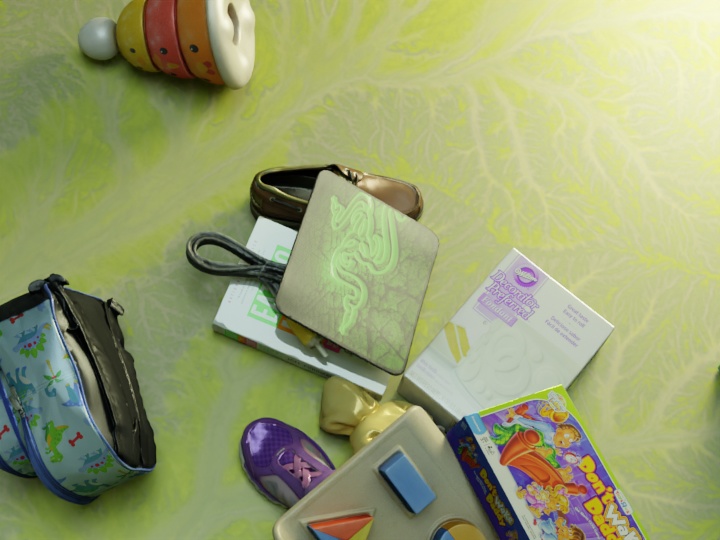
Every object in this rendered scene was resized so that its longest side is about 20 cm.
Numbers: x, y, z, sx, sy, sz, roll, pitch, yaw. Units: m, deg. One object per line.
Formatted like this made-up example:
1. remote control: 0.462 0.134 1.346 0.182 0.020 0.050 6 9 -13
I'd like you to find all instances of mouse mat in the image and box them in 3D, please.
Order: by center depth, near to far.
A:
1. mouse mat: 0.000 0.000 1.628 0.160 0.008 0.201 29 51 -15

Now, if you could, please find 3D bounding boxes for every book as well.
1. book: -0.045 0.043 1.667 0.199 0.048 0.134 22 70 2

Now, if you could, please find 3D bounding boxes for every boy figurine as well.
1. boy figurine: 0.035 0.186 1.591 0.199 0.065 0.124 33 42 10

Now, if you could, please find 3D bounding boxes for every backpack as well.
1. backpack: -0.297 0.132 1.529 0.146 0.183 0.201 -28 74 8

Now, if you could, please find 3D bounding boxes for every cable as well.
1. cable: -0.087 0.003 1.625 0.199 0.050 0.097 36 71 4

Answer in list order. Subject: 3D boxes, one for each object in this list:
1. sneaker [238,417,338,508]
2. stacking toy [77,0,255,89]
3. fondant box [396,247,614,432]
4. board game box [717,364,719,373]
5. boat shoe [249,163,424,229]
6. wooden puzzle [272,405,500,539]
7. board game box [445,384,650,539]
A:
1. sneaker: -0.045 0.222 1.561 0.080 0.089 0.200 -38 74 -18
2. stacking toy: -0.228 -0.270 1.758 0.198 0.146 0.147 -6 65 12
3. fondant box: 0.156 0.096 1.653 0.144 0.058 0.200 38 67 11
4. board game box: 0.482 0.069 1.621 0.151 0.200 0.045 -13 67 -12
5. boat shoe: -0.024 -0.080 1.706 0.198 0.068 0.072 -1 65 -7
6. wooden puzzle: 0.042 0.262 1.495 0.200 0.046 0.186 -39 95 -16
7. board game box: 0.189 0.223 1.520 0.134 0.045 0.201 -14 65 -34
